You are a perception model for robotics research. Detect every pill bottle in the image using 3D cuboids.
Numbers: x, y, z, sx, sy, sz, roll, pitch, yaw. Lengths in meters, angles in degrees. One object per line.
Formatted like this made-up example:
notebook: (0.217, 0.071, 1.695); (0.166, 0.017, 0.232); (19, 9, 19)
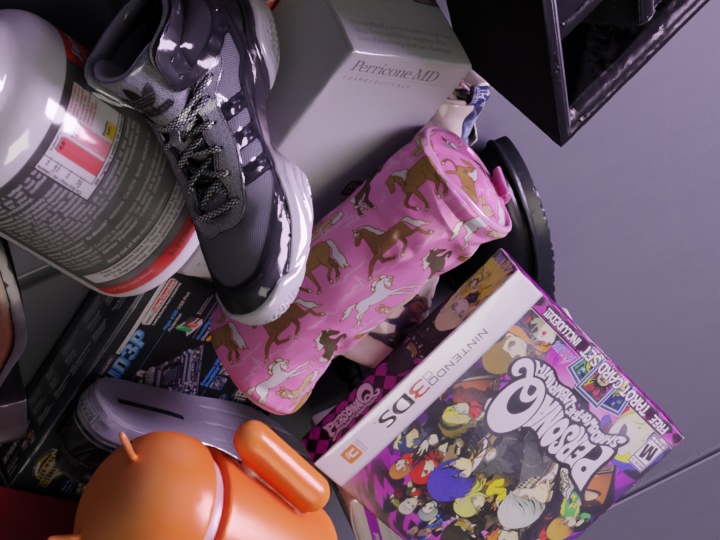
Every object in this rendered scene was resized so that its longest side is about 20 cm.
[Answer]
pill bottle: (-0.181, -0.074, 1.058); (0.116, 0.116, 0.200); (-45, 136, 10)

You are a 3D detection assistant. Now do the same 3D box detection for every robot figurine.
robot figurine: (-0.093, 0.171, 1.169); (0.199, 0.118, 0.143); (32, 139, -33)

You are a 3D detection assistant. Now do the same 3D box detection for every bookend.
bookend: (0.144, -0.203, 1.068); (0.200, 0.092, 0.199); (-44, 159, -9)

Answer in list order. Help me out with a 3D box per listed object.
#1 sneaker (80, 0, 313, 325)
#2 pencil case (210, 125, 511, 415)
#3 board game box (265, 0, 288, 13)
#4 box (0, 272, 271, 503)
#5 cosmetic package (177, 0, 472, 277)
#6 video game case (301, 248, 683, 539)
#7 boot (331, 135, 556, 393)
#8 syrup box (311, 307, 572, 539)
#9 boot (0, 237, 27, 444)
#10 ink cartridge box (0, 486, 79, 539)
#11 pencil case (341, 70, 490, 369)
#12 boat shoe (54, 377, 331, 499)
sneaker: (-0.092, -0.071, 1.022); (0.075, 0.202, 0.113); (-20, 160, 33)
pencil case: (0.000, 0.000, 1.144); (0.200, 0.087, 0.083); (-41, 95, 20)
board game box: (-0.028, -0.248, 1.053); (0.101, 0.048, 0.201); (-18, 134, -17)
box: (-0.130, 0.075, 1.268); (0.158, 0.046, 0.201); (18, 116, -41)
cosmetic package: (-0.035, -0.084, 1.135); (0.101, 0.074, 0.200); (1, 141, -42)
video game case: (0.090, 0.110, 1.241); (0.181, 0.036, 0.200); (-43, 122, 6)
boot: (0.051, 0.014, 1.317); (0.161, 0.074, 0.199); (-20, 133, -8)
syrup box: (0.073, 0.113, 1.316); (0.198, 0.079, 0.082); (-22, 140, -8)
boot: (-0.304, 0.044, 1.141); (0.198, 0.069, 0.189); (-7, 138, -17)
ink cartridge box: (-0.196, 0.212, 1.278); (0.199, 0.085, 0.175); (19, 137, -41)
pencil case: (0.027, -0.035, 1.218); (0.089, 0.078, 0.202); (2, 111, -26)
boat shoe: (-0.112, 0.127, 1.250); (0.199, 0.072, 0.071); (24, 121, -31)
